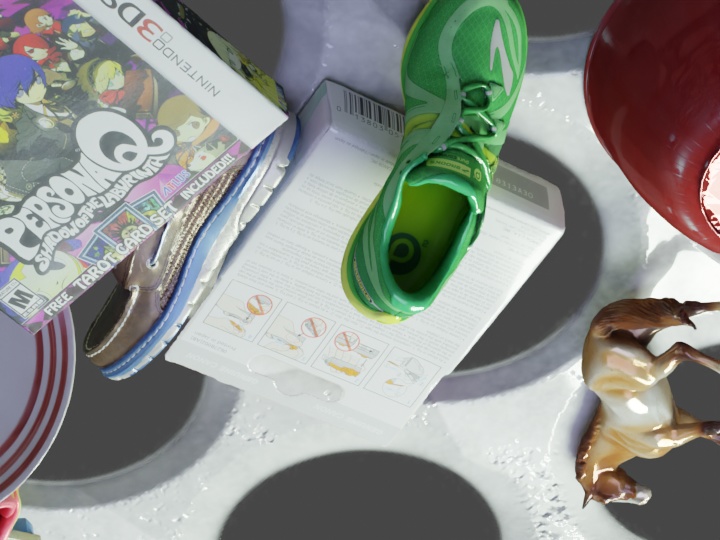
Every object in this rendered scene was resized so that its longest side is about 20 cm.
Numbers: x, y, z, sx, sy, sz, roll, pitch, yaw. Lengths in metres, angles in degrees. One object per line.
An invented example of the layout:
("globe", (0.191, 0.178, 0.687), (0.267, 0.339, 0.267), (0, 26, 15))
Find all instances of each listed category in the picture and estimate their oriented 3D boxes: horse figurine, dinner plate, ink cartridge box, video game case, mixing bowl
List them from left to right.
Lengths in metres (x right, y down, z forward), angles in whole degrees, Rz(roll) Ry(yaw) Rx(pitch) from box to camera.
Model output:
("dinner plate", (-0.256, 0.050, 1.619), (0.200, 0.201, 0.024), (-19, 171, 13))
("video game case", (-0.170, -0.079, 1.506), (0.200, 0.036, 0.181), (-39, 124, 17))
("ink cartridge box", (0.000, 0.000, 1.649), (0.161, 0.050, 0.200), (23, 127, -20))
("horse figurine", (0.182, 0.071, 1.703), (0.132, 0.050, 0.200), (1, 140, 19))
("mixing bowl", (0.228, -0.079, 1.553), (0.200, 0.109, 0.200), (-1, 129, -2))

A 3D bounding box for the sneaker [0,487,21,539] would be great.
("sneaker", (-0.231, 0.115, 1.656), (0.078, 0.201, 0.090), (4, 179, -44))

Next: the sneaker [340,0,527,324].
("sneaker", (0.051, -0.063, 1.535), (0.074, 0.084, 0.200), (16, 91, -20))

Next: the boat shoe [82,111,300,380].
("boat shoe", (-0.114, -0.027, 1.612), (0.072, 0.072, 0.200), (28, 113, -17))

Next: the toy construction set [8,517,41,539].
("toy construction set", (-0.303, 0.143, 1.721), (0.131, 0.092, 0.200), (-29, 125, 20))
